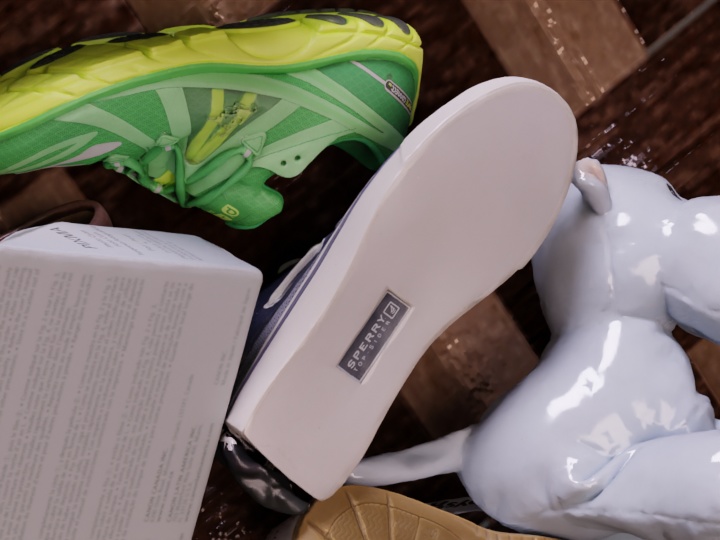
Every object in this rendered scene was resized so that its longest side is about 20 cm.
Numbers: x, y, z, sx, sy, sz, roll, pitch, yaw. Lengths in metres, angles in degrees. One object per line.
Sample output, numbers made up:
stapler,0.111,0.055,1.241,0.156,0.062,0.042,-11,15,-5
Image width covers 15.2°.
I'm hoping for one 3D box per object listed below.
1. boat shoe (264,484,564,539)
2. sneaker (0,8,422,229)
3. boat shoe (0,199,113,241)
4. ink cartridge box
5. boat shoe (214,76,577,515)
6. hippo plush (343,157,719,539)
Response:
boat shoe,0.051,0.141,1.118,0.200,0.069,0.071,27,70,-19
sneaker,-0.063,-0.055,1.062,0.200,0.074,0.084,-9,100,-23
boat shoe,-0.177,0.029,1.018,0.200,0.072,0.072,-23,133,-23
ink cartridge box,-0.140,0.061,0.990,0.200,0.047,0.160,6,104,-43
boat shoe,0.000,0.000,1.090,0.075,0.093,0.200,44,81,-25
hippo plush,0.118,0.042,1.148,0.200,0.159,0.161,7,76,17
